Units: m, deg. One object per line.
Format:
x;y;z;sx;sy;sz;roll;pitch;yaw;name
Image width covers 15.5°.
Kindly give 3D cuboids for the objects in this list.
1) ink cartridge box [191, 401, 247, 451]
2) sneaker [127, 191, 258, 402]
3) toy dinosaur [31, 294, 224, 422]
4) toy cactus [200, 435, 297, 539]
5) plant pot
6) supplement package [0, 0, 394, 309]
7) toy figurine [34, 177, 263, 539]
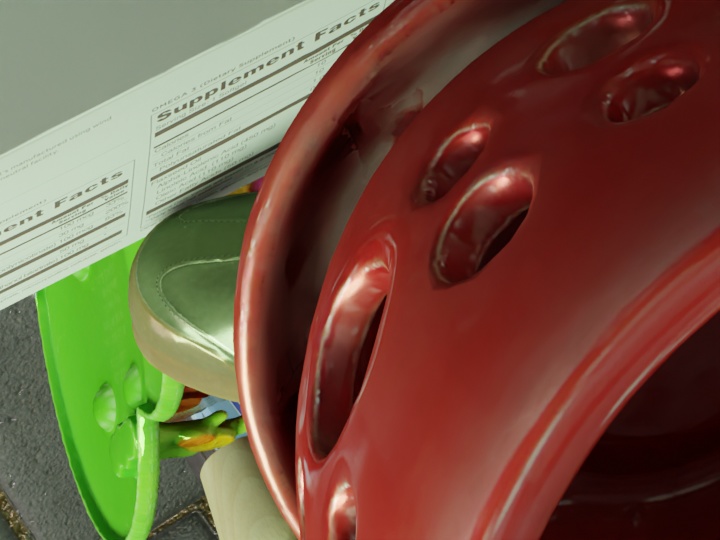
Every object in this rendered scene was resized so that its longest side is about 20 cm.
-0.019;0.028;1.184;0.200;0.136;0.076;49;166;40;ink cartridge box
0.038;-0.015;0.665;0.090;0.199;0.067;86;-172;-49;sneaker
-0.062;-0.019;0.992;0.182;0.199;0.105;116;167;-60;toy dinosaur
-0.005;0.129;0.981;0.165;0.102;0.200;59;-171;27;toy cactus
0.081;0.031;0.506;0.201;0.200;0.183;61;179;-27;plant pot
-0.106;-0.107;0.681;0.200;0.155;0.111;59;165;13;supplement package
0.000;0.000;0.867;0.200;0.183;0.151;144;116;-71;toy figurine
